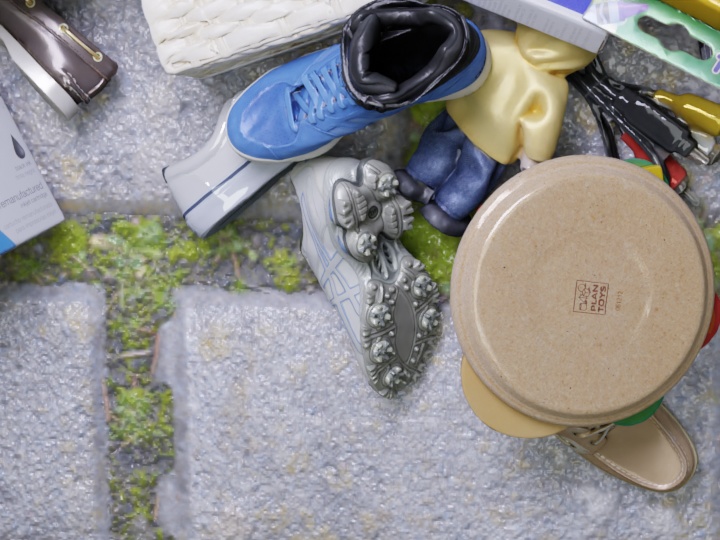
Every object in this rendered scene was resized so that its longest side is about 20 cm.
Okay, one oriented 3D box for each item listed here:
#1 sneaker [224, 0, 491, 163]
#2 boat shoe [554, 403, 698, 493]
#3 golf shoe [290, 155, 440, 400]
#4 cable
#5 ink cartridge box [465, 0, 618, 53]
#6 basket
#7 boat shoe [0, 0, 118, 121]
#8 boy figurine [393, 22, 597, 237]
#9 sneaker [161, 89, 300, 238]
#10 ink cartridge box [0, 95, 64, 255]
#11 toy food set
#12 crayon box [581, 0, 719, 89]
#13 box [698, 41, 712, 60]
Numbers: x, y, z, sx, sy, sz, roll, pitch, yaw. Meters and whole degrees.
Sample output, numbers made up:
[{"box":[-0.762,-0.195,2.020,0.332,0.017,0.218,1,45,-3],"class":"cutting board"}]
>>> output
[{"box":[-0.012,-0.132,1.116,0.198,0.111,0.077,-15,81,11],"class":"sneaker"},{"box":[0.168,0.104,1.222,0.199,0.065,0.072,36,102,2],"class":"boat shoe"},{"box":[0.000,0.000,1.231,0.097,0.078,0.202,21,132,46],"class":"golf shoe"},{"box":[0.190,-0.125,1.205,0.200,0.050,0.097,42,113,13],"class":"cable"},{"box":[0.108,-0.273,1.126,0.198,0.047,0.199,22,70,2],"class":"ink cartridge box"},{"box":[-0.063,-0.228,1.172,0.198,0.123,0.137,-17,96,10],"class":"basket"},{"box":[-0.268,-0.206,1.236,0.059,0.072,0.200,-41,85,-7],"class":"boat shoe"},{"box":[0.101,-0.125,1.180,0.124,0.064,0.201,45,110,26],"class":"boy figurine"},{"box":[-0.068,-0.109,1.219,0.200,0.073,0.071,-38,88,10],"class":"sneaker"},{"box":[-0.332,-0.092,1.212,0.083,0.145,0.201,-23,98,31],"class":"ink cartridge box"},{"box":[0.161,0.018,1.158,0.196,0.049,0.202,-10,97,-4],"class":"toy food set"},{"box":[0.241,-0.227,1.037,0.125,0.052,0.201,29,88,15],"class":"crayon box"},{"box":[0.327,-0.219,1.121,0.198,0.115,0.133,-9,99,11],"class":"box"}]
